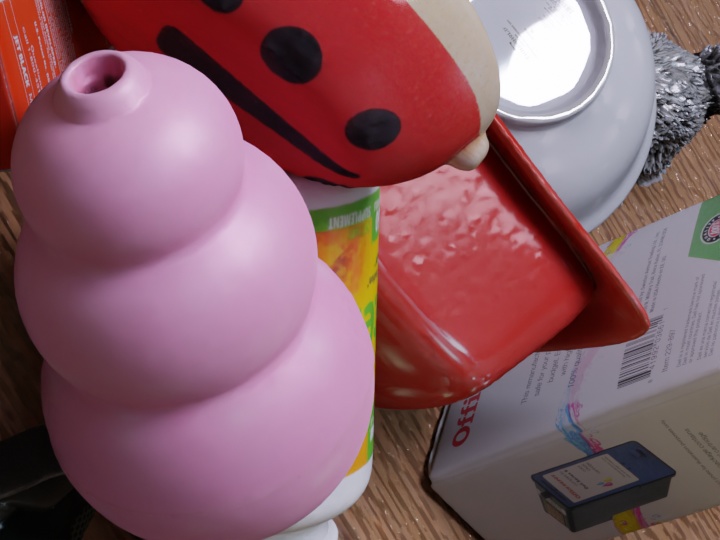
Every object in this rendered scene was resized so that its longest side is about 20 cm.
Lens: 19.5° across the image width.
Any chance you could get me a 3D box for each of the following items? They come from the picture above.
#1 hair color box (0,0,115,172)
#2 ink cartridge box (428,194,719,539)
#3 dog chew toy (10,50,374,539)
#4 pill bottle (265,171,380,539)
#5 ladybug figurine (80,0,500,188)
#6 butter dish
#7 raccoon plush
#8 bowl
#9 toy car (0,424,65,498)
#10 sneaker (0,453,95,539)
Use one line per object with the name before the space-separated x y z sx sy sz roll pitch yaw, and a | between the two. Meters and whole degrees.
hair color box | -0.161 -0.081 0.822 0.200 0.111 0.064 -68 148 -72
ink cartridge box | 0.145 0.055 1.096 0.088 0.200 0.145 47 40 -26
dog chew toy | -0.066 0.007 0.741 0.200 0.124 0.125 74 25 -44
pill bottle | -0.049 0.045 0.898 0.111 0.111 0.200 -21 117 -52
ladybug figurine | -0.036 -0.097 0.797 0.200 0.136 0.072 35 57 -1
butter dish | 0.000 0.000 1.003 0.148 0.199 0.200 -47 108 -26
raccoon plush | 0.159 -0.119 1.218 0.097 0.200 0.134 55 9 17
bowl | 0.077 -0.111 1.118 0.201 0.090 0.202 3 77 -12
toy car | -0.185 0.055 0.742 0.164 0.158 0.200 48 30 13
sneaker | -0.141 0.149 0.816 0.114 0.076 0.200 53 42 -17
